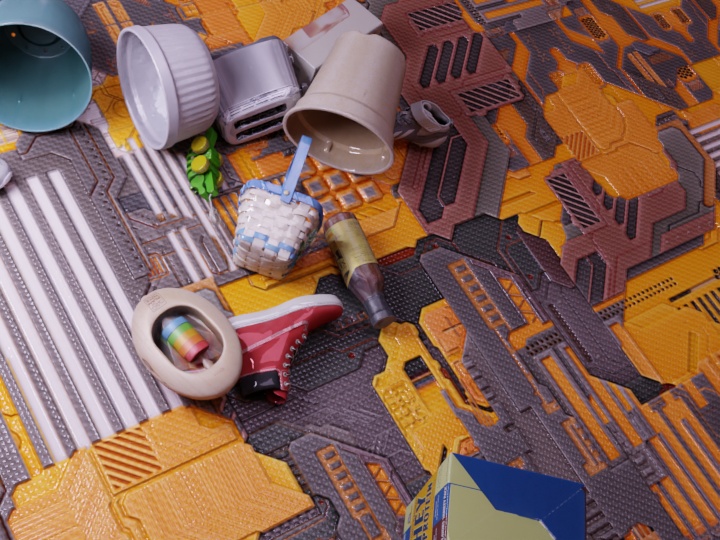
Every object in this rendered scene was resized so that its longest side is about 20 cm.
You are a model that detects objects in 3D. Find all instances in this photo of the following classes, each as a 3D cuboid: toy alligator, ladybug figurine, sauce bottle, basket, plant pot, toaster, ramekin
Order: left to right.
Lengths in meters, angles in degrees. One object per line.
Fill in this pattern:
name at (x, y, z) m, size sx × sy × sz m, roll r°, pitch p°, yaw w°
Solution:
plant pot at (-0.526, -0.352, 1.686) m, size 0.198 × 0.202 × 0.162 m, roll 7°, pitch 42°, yaw -14°
ramekin at (-0.311, -0.307, 1.713) m, size 0.104 × 0.201 × 0.201 m, roll -20°, pitch 65°, yaw -27°
ladybug figurine at (-0.253, 0.110, 1.525) m, size 0.135 × 0.072 × 0.200 m, roll -36°, pitch 69°, yaw -20°
toy alligator at (-0.261, -0.152, 1.722) m, size 0.054 × 0.059 × 0.202 m, roll -18°, pitch 56°, yaw 18°
toaster at (-0.194, -0.306, 1.799) m, size 0.198 × 0.114 × 0.130 m, roll -21°, pitch 67°, yaw -11°
basket at (-0.126, -0.097, 1.658) m, size 0.138 × 0.176 × 0.202 m, roll 16°, pitch 72°, yaw -6°
plant pot at (-0.008, -0.294, 1.779) m, size 0.199 × 0.201 × 0.185 m, roll 22°, pitch 70°, yaw -3°
sauce bottle at (0.000, 0.000, 1.696) m, size 0.065 × 0.066 × 0.201 m, roll -11°, pitch 60°, yaw -24°

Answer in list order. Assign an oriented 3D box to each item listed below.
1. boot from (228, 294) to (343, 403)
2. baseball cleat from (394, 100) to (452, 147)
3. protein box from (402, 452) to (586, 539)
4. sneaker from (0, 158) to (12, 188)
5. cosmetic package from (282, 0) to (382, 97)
boot at (-0.101, 0.123, 1.580) m, size 0.198 × 0.073 × 0.145 m, roll -17°, pitch 64°, yaw -18°
baseball cleat at (0.067, -0.272, 1.876) m, size 0.198 × 0.107 × 0.070 m, roll 2°, pitch 61°, yaw -15°
protein box at (0.176, 0.368, 1.422) m, size 0.197 × 0.201 × 0.136 m, roll 15°, pitch 54°, yaw -8°
sneaker at (-0.631, -0.181, 1.597) m, size 0.198 × 0.082 × 0.075 m, roll 21°, pitch 53°, yaw -4°
cosmetic package at (-0.062, -0.406, 1.926) m, size 0.087 × 0.104 × 0.200 m, roll 42°, pitch 53°, yaw 11°
